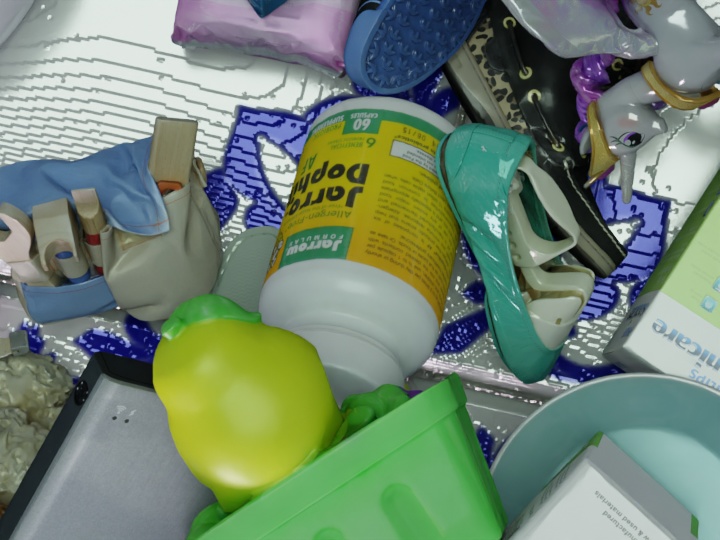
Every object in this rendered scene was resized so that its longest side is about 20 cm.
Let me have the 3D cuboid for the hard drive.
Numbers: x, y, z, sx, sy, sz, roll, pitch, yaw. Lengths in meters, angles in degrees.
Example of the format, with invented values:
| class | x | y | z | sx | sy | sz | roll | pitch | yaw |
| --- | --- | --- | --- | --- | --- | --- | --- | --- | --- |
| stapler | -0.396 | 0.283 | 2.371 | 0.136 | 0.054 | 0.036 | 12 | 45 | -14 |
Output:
| class | x | y | z | sx | sy | sz | roll | pitch | yaw |
| --- | --- | --- | --- | --- | --- | --- | --- | --- | --- |
| hard drive | -0.138 | 0.148 | 1.252 | 0.139 | 0.033 | 0.200 | 16 | 115 | -34 |

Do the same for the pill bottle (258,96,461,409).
| class | x | y | z | sx | sy | sz | roll | pitch | yaw |
| --- | --- | --- | --- | --- | --- | --- | --- | --- | --- |
| pill bottle | 0.000 | 0.000 | 1.320 | 0.113 | 0.113 | 0.200 | 13 | 55 | 3 |

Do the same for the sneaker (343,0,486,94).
| class | x | y | z | sx | sy | sz | roll | pitch | yaw |
| --- | --- | --- | --- | --- | --- | --- | --- | --- | --- |
| sneaker | 0.040 | -0.196 | 1.376 | 0.200 | 0.078 | 0.070 | -54 | 130 | -19 |

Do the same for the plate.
| class | x | y | z | sx | sy | sz | roll | pitch | yaw |
| --- | --- | --- | --- | --- | --- | --- | --- | --- | --- |
| plate | 0.168 | 0.159 | 1.271 | 0.200 | 0.026 | 0.201 | 0 | 92 | 11 |

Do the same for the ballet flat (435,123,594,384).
| class | x | y | z | sx | sy | sz | roll | pitch | yaw |
| --- | --- | --- | --- | --- | --- | --- | --- | --- | --- |
| ballet flat | 0.106 | -0.004 | 1.331 | 0.070 | 0.200 | 0.067 | 3 | 41 | 33 |

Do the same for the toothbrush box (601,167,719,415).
| class | x | y | z | sx | sy | sz | roll | pitch | yaw |
| --- | --- | --- | --- | --- | --- | --- | --- | --- | --- |
| toothbrush box | 0.243 | -0.010 | 1.338 | 0.086 | 0.146 | 0.200 | 34 | 87 | 3 |

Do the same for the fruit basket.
| class | x | y | z | sx | sy | sz | roll | pitch | yaw |
| --- | --- | --- | --- | --- | --- | --- | --- | --- | --- |
| fruit basket | -0.039 | 0.104 | 1.180 | 0.215 | 0.156 | 0.216 | 0 | 88 | 6 |

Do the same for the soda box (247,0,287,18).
| class | x | y | z | sx | sy | sz | roll | pitch | yaw |
| --- | --- | --- | --- | --- | --- | --- | --- | --- | --- |
| soda box | -0.001 | -0.244 | 1.327 | 0.200 | 0.068 | 0.064 | -36 | 87 | -4 |

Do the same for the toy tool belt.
| class | x | y | z | sx | sy | sz | roll | pitch | yaw |
| --- | --- | --- | --- | --- | --- | --- | --- | --- | --- |
| toy tool belt | -0.190 | -0.033 | 1.356 | 0.200 | 0.123 | 0.125 | -14 | 43 | -2 |

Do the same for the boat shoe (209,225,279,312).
| class | x | y | z | sx | sy | sz | roll | pitch | yaw |
| --- | --- | --- | --- | --- | --- | --- | --- | --- | --- |
| boat shoe | -0.060 | 0.073 | 1.385 | 0.075 | 0.060 | 0.200 | -1 | 77 | 21 |

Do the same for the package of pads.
| class | x | y | z | sx | sy | sz | roll | pitch | yaw |
| --- | --- | --- | --- | --- | --- | --- | --- | --- | --- |
| package of pads | -0.046 | -0.231 | 1.397 | 0.120 | 0.076 | 0.200 | 11 | 86 | 0 |

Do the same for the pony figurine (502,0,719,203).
| class | x | y | z | sx | sy | sz | roll | pitch | yaw |
| --- | --- | --- | --- | --- | --- | --- | --- | --- | --- |
| pony figurine | 0.174 | -0.157 | 1.271 | 0.200 | 0.167 | 0.193 | -29 | 92 | 33 |

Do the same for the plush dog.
| class | x | y | z | sx | sy | sz | roll | pitch | yaw |
| --- | --- | --- | --- | --- | --- | --- | --- | --- | --- |
| plush dog | -0.164 | 0.154 | 1.351 | 0.171 | 0.160 | 0.200 | 6 | 86 | -21 |

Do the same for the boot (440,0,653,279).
| class | x | y | z | sx | sy | sz | roll | pitch | yaw |
| --- | --- | --- | --- | --- | --- | --- | --- | --- | --- |
| boot | 0.153 | -0.111 | 1.385 | 0.150 | 0.073 | 0.200 | -33 | 78 | 0 |

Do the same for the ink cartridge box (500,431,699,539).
| class | x | y | z | sx | sy | sz | roll | pitch | yaw |
| --- | --- | --- | --- | --- | --- | --- | --- | --- | --- |
| ink cartridge box | 0.093 | 0.196 | 1.199 | 0.084 | 0.145 | 0.200 | 42 | 98 | 5 |

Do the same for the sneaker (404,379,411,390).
| class | x | y | z | sx | sy | sz | roll | pitch | yaw |
| --- | --- | --- | --- | --- | --- | --- | --- | --- | --- |
| sneaker | -0.002 | 0.140 | 1.326 | 0.076 | 0.200 | 0.075 | 1 | 130 | 27 |

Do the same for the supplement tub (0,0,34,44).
| class | x | y | z | sx | sy | sz | roll | pitch | yaw |
| --- | --- | --- | --- | --- | --- | --- | --- | --- | --- |
| supplement tub | -0.305 | -0.230 | 1.381 | 0.200 | 0.123 | 0.123 | 37 | 88 | 4 |
